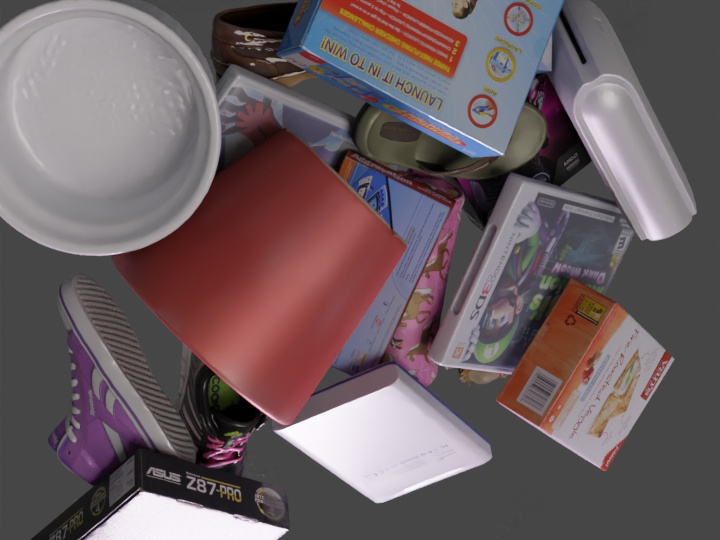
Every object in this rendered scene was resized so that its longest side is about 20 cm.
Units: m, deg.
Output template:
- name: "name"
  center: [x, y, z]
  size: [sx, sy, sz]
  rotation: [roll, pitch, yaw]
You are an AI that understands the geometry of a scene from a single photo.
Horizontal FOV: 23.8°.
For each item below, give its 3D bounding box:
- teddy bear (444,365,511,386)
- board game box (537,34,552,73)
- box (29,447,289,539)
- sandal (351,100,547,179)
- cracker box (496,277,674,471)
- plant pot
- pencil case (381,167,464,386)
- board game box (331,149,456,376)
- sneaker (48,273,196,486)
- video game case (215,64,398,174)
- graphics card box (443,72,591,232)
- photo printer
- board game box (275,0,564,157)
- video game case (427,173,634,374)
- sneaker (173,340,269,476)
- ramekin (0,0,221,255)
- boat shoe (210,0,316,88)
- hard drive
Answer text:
- name: "teddy bear"
  center: [0.142, 0.019, 1.623]
  size: [0.145, 0.067, 0.201]
  rotation: [15, 103, -52]
- name: "board game box"
  center: [0.093, -0.271, 1.442]
  size: [0.151, 0.037, 0.201]
  rotation: [0, 92, -27]
- name: "box"
  center: [-0.184, 0.240, 1.528]
  size: [0.161, 0.049, 0.200]
  rotation: [22, 134, -32]
- name: "sandal"
  center: [0.083, -0.111, 1.478]
  size: [0.200, 0.057, 0.080]
  rotation: [-3, 115, -36]
- name: "cracker box"
  center: [0.218, 0.103, 1.621]
  size: [0.134, 0.058, 0.200]
  rotation: [-58, 150, -2]
- name: "plant pot"
  center: [-0.071, -0.005, 1.390]
  size: [0.177, 0.200, 0.200]
  rotation: [-46, 125, -1]
- name: "pencil case"
  center: [0.045, 0.008, 1.559]
  size: [0.083, 0.086, 0.201]
  rotation: [-14, 123, -38]
- name: "board game box"
  center: [0.000, 0.000, 1.501]
  size: [0.103, 0.019, 0.201]
  rotation: [25, 121, 2]
- name: "sneaker"
  center: [-0.238, 0.107, 1.480]
  size: [0.114, 0.073, 0.201]
  rotation: [-21, 106, 15]
- name: "video game case"
  center: [-0.081, -0.069, 1.465]
  size: [0.199, 0.023, 0.182]
  rotation: [20, 116, -39]
- name: "graphics card box"
  center: [0.116, -0.142, 1.551]
  size: [0.125, 0.051, 0.200]
  rotation: [-37, 125, -7]
- name: "photo printer"
  center: [0.224, -0.145, 1.537]
  size: [0.069, 0.167, 0.200]
  rotation: [-27, 126, 11]
- name: "board game box"
  center: [0.060, -0.221, 1.375]
  size: [0.199, 0.056, 0.197]
  rotation: [26, 81, -22]
- name: "video game case"
  center: [0.164, 0.011, 1.568]
  size: [0.200, 0.023, 0.183]
  rotation: [10, 108, -49]
- name: "sneaker"
  center: [-0.126, 0.138, 1.540]
  size: [0.073, 0.087, 0.201]
  rotation: [-6, 116, -25]
- name: "ramekin"
  center: [-0.204, -0.121, 1.331]
  size: [0.199, 0.098, 0.202]
  rotation: [0, 109, 0]
- name: "boat shoe"
  center: [-0.029, -0.201, 1.434]
  size: [0.199, 0.070, 0.071]
  rotation: [-15, 125, -20]
- name: "hard drive"
  center: [0.023, 0.155, 1.598]
  size: [0.131, 0.025, 0.200]
  rotation: [-23, 144, 19]
